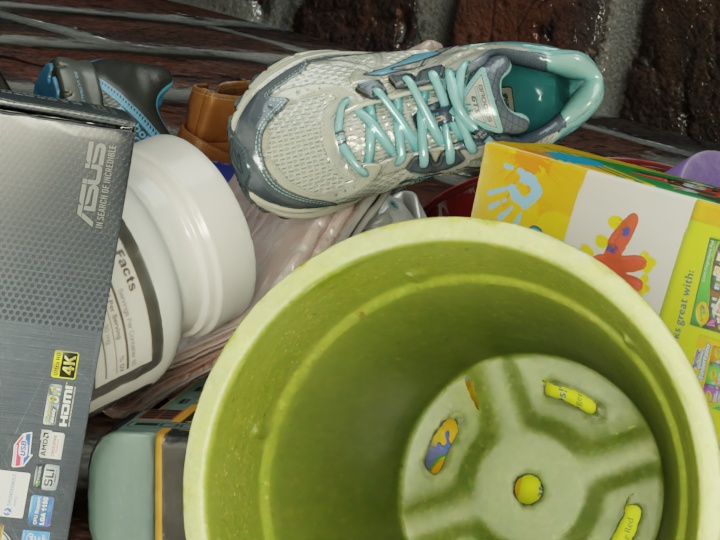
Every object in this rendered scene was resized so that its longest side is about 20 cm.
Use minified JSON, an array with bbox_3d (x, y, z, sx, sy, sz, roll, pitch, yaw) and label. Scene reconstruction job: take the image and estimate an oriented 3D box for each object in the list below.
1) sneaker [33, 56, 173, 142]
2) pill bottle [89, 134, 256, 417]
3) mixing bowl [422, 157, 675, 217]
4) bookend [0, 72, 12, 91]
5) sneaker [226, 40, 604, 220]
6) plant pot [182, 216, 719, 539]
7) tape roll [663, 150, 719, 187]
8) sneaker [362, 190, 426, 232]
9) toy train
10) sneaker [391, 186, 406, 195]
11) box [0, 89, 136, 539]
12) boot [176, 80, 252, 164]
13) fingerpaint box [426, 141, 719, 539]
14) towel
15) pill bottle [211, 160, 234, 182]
[{"bbox_3d":[-0.125,-0.032,1.272,0.082,0.201,0.073,-6,-16,-27],"label":"sneaker"},{"bbox_3d":[-0.152,0.017,0.998,0.200,0.117,0.116,-27,32,-33],"label":"pill bottle"},{"bbox_3d":[0.132,0.020,1.375,0.199,0.109,0.200,-1,-22,0],"label":"mixing bowl"},{"bbox_3d":[-0.261,-0.061,1.213,0.198,0.092,0.200,-34,21,-15],"label":"bookend"},{"bbox_3d":[0.029,-0.078,1.052,0.199,0.078,0.086,-17,4,-35],"label":"sneaker"},{"bbox_3d":[0.052,0.087,0.893,0.199,0.201,0.190,14,-1,14],"label":"plant pot"},{"bbox_3d":[0.188,0.046,1.135,0.085,0.201,0.200,-33,-14,29],"label":"tape roll"},{"bbox_3d":[0.000,0.000,1.168,0.075,0.089,0.200,-5,7,14],"label":"sneaker"},{"bbox_3d":[-0.051,0.087,1.020,0.113,0.086,0.200,3,9,9],"label":"toy train"},{"bbox_3d":[-0.003,-0.004,1.320,0.066,0.201,0.090,-29,2,-37],"label":"sneaker"},{"bbox_3d":[-0.181,0.024,0.872,0.157,0.201,0.051,9,8,-15],"label":"box"},{"bbox_3d":[-0.072,-0.053,1.512,0.073,0.155,0.200,14,11,19],"label":"boot"},{"bbox_3d":[0.122,0.057,1.017,0.166,0.201,0.073,16,11,29],"label":"fingerpaint box"},{"bbox_3d":[-0.045,-0.019,1.161,0.032,0.200,0.191,42,-31,-17],"label":"towel"},{"bbox_3d":[-0.137,-0.017,1.365,0.199,0.116,0.116,10,11,-8],"label":"pill bottle"}]
